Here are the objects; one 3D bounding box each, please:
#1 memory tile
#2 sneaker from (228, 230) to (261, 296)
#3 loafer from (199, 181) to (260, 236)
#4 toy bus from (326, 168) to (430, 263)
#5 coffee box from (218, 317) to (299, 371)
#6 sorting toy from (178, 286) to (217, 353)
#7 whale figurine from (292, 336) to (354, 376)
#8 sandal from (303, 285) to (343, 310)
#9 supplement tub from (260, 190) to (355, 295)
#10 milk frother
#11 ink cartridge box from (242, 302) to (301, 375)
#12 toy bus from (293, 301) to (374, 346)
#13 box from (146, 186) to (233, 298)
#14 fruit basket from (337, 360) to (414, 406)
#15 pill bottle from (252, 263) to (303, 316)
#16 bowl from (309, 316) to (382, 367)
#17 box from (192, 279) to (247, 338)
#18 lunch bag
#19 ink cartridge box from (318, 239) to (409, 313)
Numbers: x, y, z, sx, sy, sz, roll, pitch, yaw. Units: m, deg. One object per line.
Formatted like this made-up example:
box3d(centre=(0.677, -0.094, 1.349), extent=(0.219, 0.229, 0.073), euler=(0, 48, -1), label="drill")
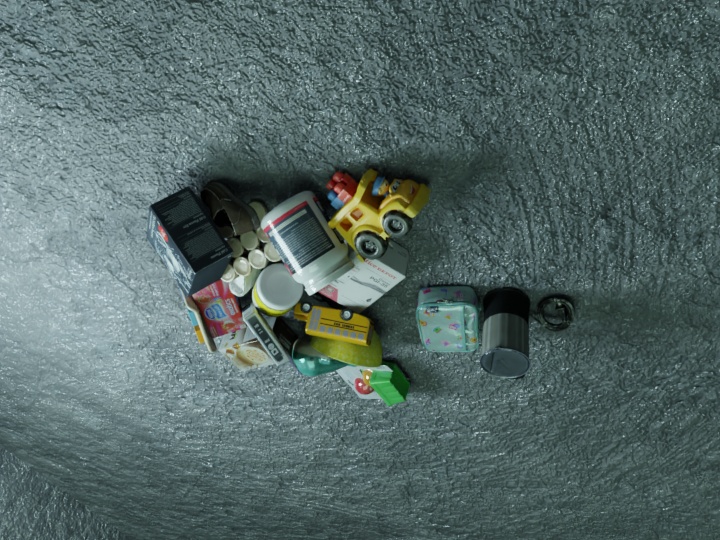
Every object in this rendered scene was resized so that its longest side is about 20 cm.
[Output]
box3d(centre=(-0.283, -0.066, 1.526), extent=(0.199, 0.017, 0.154), euler=(-22, 96, 25), label="memory tile")
box3d(centre=(-0.282, -0.039, 1.592), extent=(0.073, 0.085, 0.201), euler=(24, 119, 15), label="sneaker")
box3d(centre=(-0.307, -0.138, 1.419), extent=(0.200, 0.071, 0.073), euler=(30, 144, 39), label="loafer")
box3d(centre=(0.022, -0.146, 1.355), extent=(0.192, 0.136, 0.200), euler=(44, 130, -8), label="toy bus")
box3d(centre=(-0.294, 0.214, 1.844), extent=(0.199, 0.080, 0.114), euler=(-18, 130, 30), label="coffee box")
box3d(centre=(-0.450, 0.105, 1.705), extent=(0.036, 0.185, 0.200), euler=(-24, 139, -12), label="sorting toy")
box3d(centre=(-0.095, 0.252, 1.787), extent=(0.199, 0.104, 0.159), euler=(12, -179, -10), label="whale figurine")
box3d(centre=(-0.115, 0.054, 1.623), extent=(0.043, 0.076, 0.200), euler=(-43, 122, -1), label="sandal")
box3d(centre=(-0.115, -0.061, 1.407), extent=(0.140, 0.140, 0.200), euler=(-30, 93, 38), label="supplement tub")
box3d(centre=(0.399, 0.151, 1.515), extent=(0.200, 0.189, 0.180), euler=(-27, 125, 36), label="milk frother")
box3d(centre=(-0.234, 0.182, 1.642), extent=(0.043, 0.198, 0.200), euler=(-36, 100, -8), label="ink cartridge box")
box3d(centre=(-0.069, 0.132, 1.591), extent=(0.199, 0.079, 0.065), euler=(9, 170, 13), label="toy bus")
box3d(centre=(-0.396, -0.060, 1.460), extent=(0.182, 0.104, 0.200), euler=(54, 154, 4), label="box")
box3d(centre=(0.039, 0.327, 1.893), extent=(0.199, 0.094, 0.185), euler=(-2, 138, 39), label="fruit basket")
box3d(centre=(-0.212, 0.055, 1.590), extent=(0.112, 0.113, 0.200), euler=(22, 164, -9), label="pill bottle")
box3d(centre=(-0.024, 0.171, 1.691), extent=(0.199, 0.200, 0.108), euler=(18, 95, -4), label="bowl")
box3d(centre=(-0.379, 0.074, 1.681), extent=(0.099, 0.096, 0.200), euler=(-18, 136, -8), label="box")
box3d(centre=(0.228, 0.125, 1.614), extent=(0.160, 0.077, 0.200), euler=(0, 136, 14), label="lunch bag")
box3d(centre=(0.000, 0.000, 1.533), extent=(0.146, 0.083, 0.200), euler=(30, 135, -20), label="ink cartridge box")
